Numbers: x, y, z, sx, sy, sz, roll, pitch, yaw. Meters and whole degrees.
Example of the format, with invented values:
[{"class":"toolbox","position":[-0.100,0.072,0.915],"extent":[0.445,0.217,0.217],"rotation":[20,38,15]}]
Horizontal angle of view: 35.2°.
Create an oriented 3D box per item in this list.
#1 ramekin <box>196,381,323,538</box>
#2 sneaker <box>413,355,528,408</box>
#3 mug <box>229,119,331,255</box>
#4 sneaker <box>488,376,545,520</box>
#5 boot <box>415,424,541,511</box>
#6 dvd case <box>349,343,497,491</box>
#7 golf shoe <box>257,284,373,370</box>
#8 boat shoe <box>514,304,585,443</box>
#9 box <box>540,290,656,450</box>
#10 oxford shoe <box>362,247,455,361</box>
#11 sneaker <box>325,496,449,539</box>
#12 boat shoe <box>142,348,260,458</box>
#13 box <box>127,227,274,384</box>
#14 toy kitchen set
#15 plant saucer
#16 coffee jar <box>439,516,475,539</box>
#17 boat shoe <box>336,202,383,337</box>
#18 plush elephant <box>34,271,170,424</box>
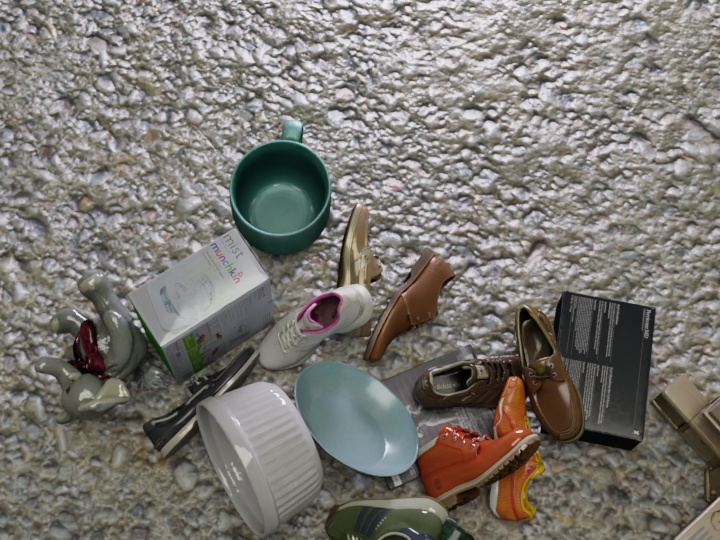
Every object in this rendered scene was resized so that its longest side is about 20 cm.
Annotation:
[{"class":"ramekin","position":[-0.132,0.248,1.537],"extent":[0.104,0.201,0.201],"rotation":[-25,73,-20]},{"class":"sneaker","position":[0.176,0.159,1.625],"extent":[0.197,0.076,0.071],"rotation":[-11,71,-10]},{"class":"mug","position":[-0.109,-0.113,1.704],"extent":[0.152,0.115,0.185],"rotation":[40,73,11]},{"class":"sneaker","position":[0.224,0.249,1.594],"extent":[0.076,0.073,0.203],"rotation":[1,94,20]},{"class":"boot","position":[0.154,0.248,1.552],"extent":[0.199,0.075,0.108],"rotation":[-37,67,32]},{"class":"dvd case","position":[0.102,0.212,1.652],"extent":[0.198,0.016,0.150],"rotation":[-21,74,-11]},{"class":"golf shoe","position":[-0.079,0.079,1.620],"extent":[0.199,0.091,0.076],"rotation":[-34,72,19]},{"class":"boat shoe","position":[0.254,0.144,1.584],"extent":[0.071,0.068,0.202],"rotation":[-26,58,14]},{"class":"box","position":[0.346,0.146,1.654],"extent":[0.139,0.079,0.202],"rotation":[10,70,5]},{"class":"oxford shoe","position":[0.073,0.061,1.677],"extent":[0.071,0.071,0.201],"rotation":[35,72,4]},{"class":"sneaker","position":[0.021,0.357,1.507],"extent":[0.067,0.199,0.090],"rotation":[52,41,-26]},{"class":"boat shoe","position":[-0.227,0.176,1.620],"extent":[0.063,0.073,0.200],"rotation":[42,79,10]},{"class":"box","position":[-0.216,0.056,1.595],"extent":[0.176,0.200,0.097],"rotation":[-34,75,-12]},{"class":"toy kitchen set","position":[0.461,0.269,1.571],"extent":[0.180,0.163,0.200],"rotation":[-37,76,-14]},{"class":"plant saucer","position":[-0.012,0.214,1.575],"extent":[0.199,0.039,0.202],"rotation":[25,34,-18]},{"class":"coffee jar","position":[0.076,0.431,1.525],"extent":[0.085,0.105,0.201],"rotation":[25,69,30]},{"class":"boat shoe","position":[0.000,0.000,1.698],"extent":[0.064,0.071,0.203],"rotation":[8,80,-4]},{"class":"plush elephant","position":[-0.378,0.137,1.578],"extent":[0.200,0.164,0.155],"rotation":[49,47,-11]}]
